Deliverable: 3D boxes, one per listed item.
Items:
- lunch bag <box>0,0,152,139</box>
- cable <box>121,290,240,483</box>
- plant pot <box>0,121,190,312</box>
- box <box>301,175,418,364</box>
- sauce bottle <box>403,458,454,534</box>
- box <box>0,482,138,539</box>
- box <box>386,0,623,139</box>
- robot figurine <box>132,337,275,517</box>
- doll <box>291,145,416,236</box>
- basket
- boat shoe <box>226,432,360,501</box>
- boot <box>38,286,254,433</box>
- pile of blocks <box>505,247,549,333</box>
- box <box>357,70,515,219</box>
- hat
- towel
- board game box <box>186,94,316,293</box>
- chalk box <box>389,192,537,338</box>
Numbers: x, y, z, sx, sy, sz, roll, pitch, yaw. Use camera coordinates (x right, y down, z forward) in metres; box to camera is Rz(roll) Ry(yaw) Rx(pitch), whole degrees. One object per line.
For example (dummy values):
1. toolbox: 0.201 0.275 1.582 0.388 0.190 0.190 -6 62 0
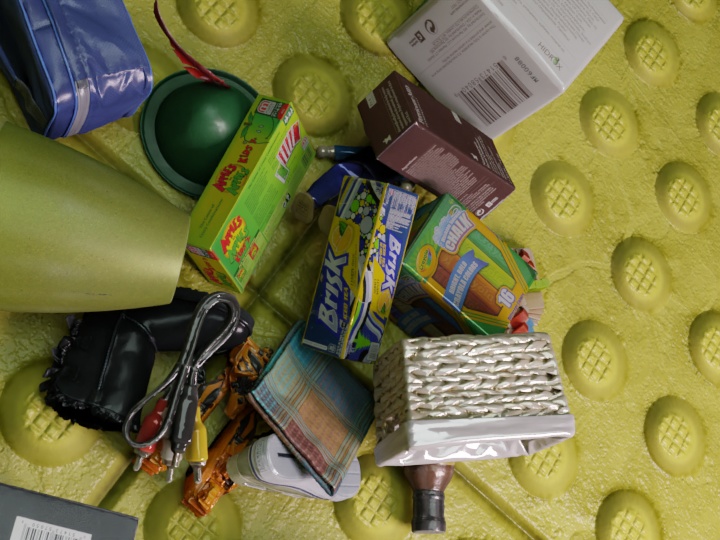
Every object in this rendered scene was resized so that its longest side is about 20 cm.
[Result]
1. lunch bag: -0.329 -0.250 1.241 0.132 0.136 0.201 -21 85 -31
2. cable: -0.186 0.114 1.175 0.096 0.050 0.202 15 78 -20
3. plant pot: -0.278 -0.032 1.155 0.198 0.187 0.189 14 69 -13
4. box: 0.000 0.000 1.300 0.064 0.070 0.202 16 89 -48
5. sauce bottle: 0.082 0.209 1.362 0.064 0.065 0.202 8 72 -25
6. box: -0.310 0.269 1.059 0.147 0.200 0.108 19 68 -20
7. box: 0.185 -0.312 1.492 0.200 0.199 0.171 47 59 -8
8. robot figurine: -0.149 0.160 1.258 0.145 0.058 0.200 43 61 -13
9. doll: -0.001 -0.115 1.405 0.136 0.049 0.200 28 42 22
10. basket: 0.118 0.143 1.285 0.198 0.136 0.124 -2 72 -17
11. boat shoe: -0.069 0.213 1.258 0.200 0.062 0.073 29 52 -54
12. boot: -0.226 0.094 1.210 0.197 0.074 0.164 16 61 -1
13. pile of blocks: 0.208 0.057 1.474 0.082 0.062 0.202 21 67 -21
14. box: 0.095 -0.151 1.417 0.199 0.075 0.101 25 34 -40
15. hat: -0.151 -0.183 1.289 0.198 0.176 0.167 -3 77 -28
16. towel: -0.048 0.145 1.271 0.147 0.022 0.200 50 22 -7
17. board game box: -0.126 -0.087 1.308 0.047 0.102 0.201 16 66 25
18. chalk box: 0.088 -0.002 1.393 0.200 0.124 0.125 40 60 -12
